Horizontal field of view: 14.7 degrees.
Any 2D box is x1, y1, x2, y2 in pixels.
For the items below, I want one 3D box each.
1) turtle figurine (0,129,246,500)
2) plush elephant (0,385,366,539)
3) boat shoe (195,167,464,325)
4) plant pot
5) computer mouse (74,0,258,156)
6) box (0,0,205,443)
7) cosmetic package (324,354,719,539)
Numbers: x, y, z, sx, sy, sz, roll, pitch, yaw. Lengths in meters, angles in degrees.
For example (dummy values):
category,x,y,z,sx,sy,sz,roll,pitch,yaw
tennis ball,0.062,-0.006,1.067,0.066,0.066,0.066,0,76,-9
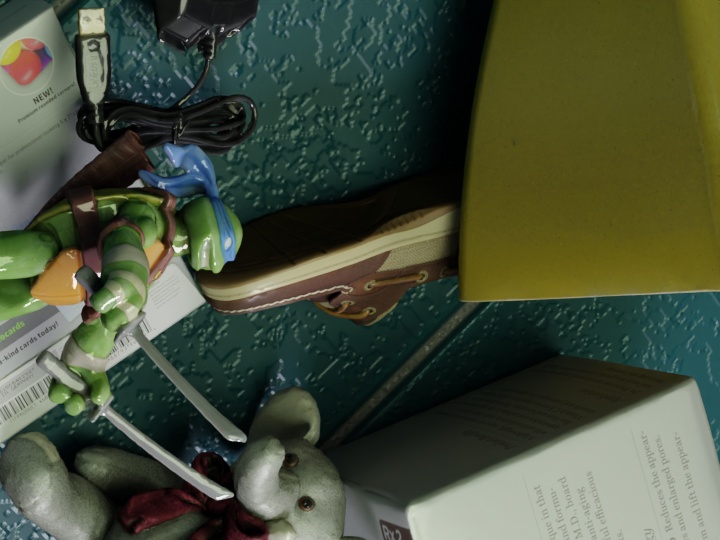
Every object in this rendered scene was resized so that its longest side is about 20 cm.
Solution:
category,x,y,z,sx,sy,sz,roll,pitch,yaw
turtle figurine,-0.152,0.034,1.401,0.193,0.144,0.201,-2,98,-7
plush elephant,-0.074,0.145,1.559,0.155,0.165,0.200,-37,153,5
boat shoe,0.000,0.000,1.597,0.199,0.072,0.072,-19,117,-30
plant pot,0.177,-0.089,1.573,0.199,0.199,0.178,-15,99,-47
computer mouse,-0.104,-0.155,1.469,0.140,0.046,0.201,-14,118,-49
box,-0.191,-0.023,1.492,0.156,0.041,0.201,-35,124,-14
cosmetic package,0.097,0.164,1.637,0.199,0.165,0.166,-21,102,-21
